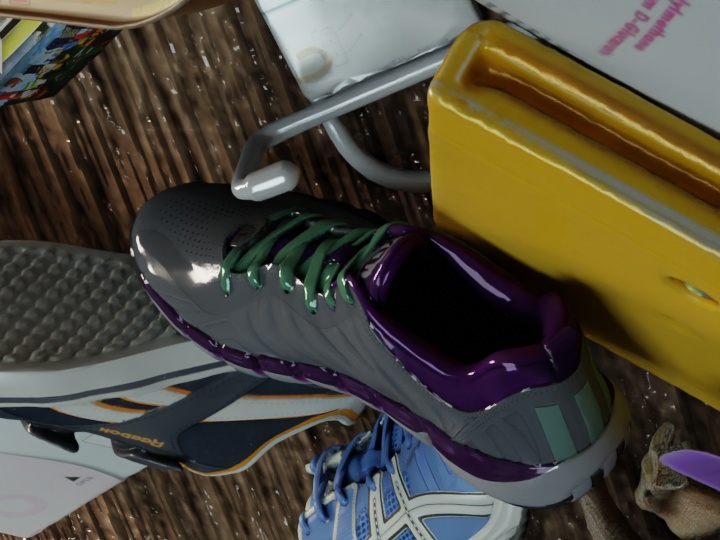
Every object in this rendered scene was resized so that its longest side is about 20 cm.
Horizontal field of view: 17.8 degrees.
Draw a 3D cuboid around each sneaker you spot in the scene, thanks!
[{"bbox_3d":[0.000,0.000,0.756,0.200,0.074,0.088,24,153,29],"label":"sneaker"},{"bbox_3d":[0.018,0.087,0.856,0.077,0.076,0.200,11,133,-5],"label":"sneaker"},{"bbox_3d":[-0.085,0.037,0.848,0.200,0.078,0.079,-3,132,-6],"label":"sneaker"}]

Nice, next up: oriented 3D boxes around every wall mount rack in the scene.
[{"bbox_3d":[0.012,-0.109,0.720,0.174,0.075,0.200,-22,112,16],"label":"wall mount rack"}]

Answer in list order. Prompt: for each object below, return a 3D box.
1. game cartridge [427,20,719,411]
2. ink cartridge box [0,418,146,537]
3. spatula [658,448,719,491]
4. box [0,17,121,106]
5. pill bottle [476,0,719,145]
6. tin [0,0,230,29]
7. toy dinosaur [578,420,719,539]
[{"bbox_3d":[0.102,0.004,0.691,0.176,0.032,0.200,30,172,7],"label":"game cartridge"},{"bbox_3d":[-0.183,0.049,0.933,0.200,0.057,0.163,13,152,-33],"label":"ink cartridge box"},{"bbox_3d":[0.194,0.081,0.717,0.200,0.021,0.057,9,170,-4],"label":"spatula"},{"bbox_3d":[-0.112,-0.167,0.680,0.137,0.038,0.200,-36,78,40],"label":"box"},{"bbox_3d":[0.097,-0.098,0.612,0.200,0.113,0.113,30,138,-7],"label":"pill bottle"},{"bbox_3d":[-0.093,-0.125,0.625,0.200,0.042,0.112,11,105,38],"label":"tin"},{"bbox_3d":[0.145,0.122,0.807,0.200,0.086,0.136,22,172,44],"label":"toy dinosaur"}]
